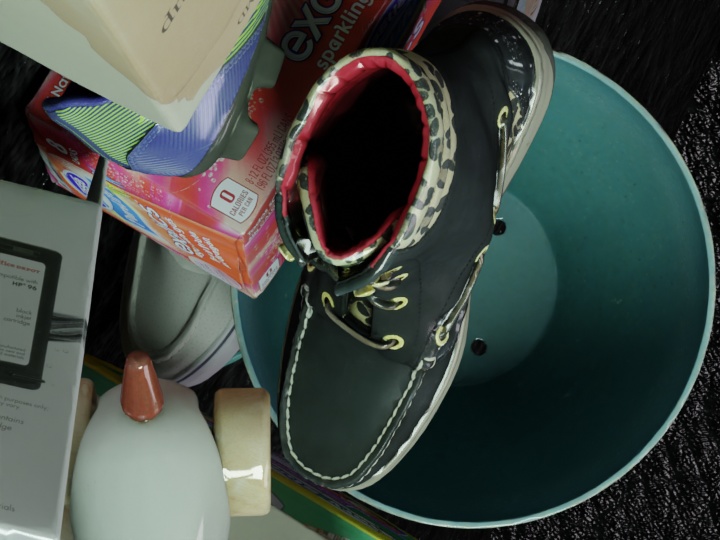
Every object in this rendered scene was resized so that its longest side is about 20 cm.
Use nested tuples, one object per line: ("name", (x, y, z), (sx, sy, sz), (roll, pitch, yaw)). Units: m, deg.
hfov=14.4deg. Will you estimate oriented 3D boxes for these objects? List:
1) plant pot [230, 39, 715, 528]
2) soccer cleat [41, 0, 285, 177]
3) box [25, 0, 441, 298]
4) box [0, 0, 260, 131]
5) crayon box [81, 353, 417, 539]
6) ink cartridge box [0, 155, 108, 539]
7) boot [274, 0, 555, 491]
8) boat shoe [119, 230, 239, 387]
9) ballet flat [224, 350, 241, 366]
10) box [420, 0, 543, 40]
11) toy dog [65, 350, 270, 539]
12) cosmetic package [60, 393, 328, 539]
("plant pot", (0.045, 0.005, 1.231), (0.201, 0.199, 0.135), (-61, -179, -1))
("soccer cleat", (-0.057, -0.133, 1.007), (0.065, 0.083, 0.201), (4, -102, 63))
("box", (-0.033, -0.105, 1.101), (0.201, 0.099, 0.096), (-58, 170, -13))
("box", (-0.081, -0.119, 0.878), (0.095, 0.077, 0.200), (-61, 170, -5))
("crayon box", (-0.056, 0.109, 1.293), (0.058, 0.199, 0.173), (-60, 170, -2))
("ink cartridge box", (-0.136, 0.049, 0.981), (0.201, 0.067, 0.116), (-88, -165, -48))
("boot", (-0.001, -0.001, 1.062), (0.205, 0.073, 0.154), (-68, 167, 14))
("boat shoe", (-0.068, -0.036, 1.239), (0.070, 0.071, 0.201), (-11, 131, -56))
("ballet flat", (-0.054, -0.008, 1.388), (0.200, 0.067, 0.070), (-52, -179, -35))
("box", (0.024, -0.139, 1.260), (0.060, 0.116, 0.201), (-56, 168, -40))
("toy dog", (-0.076, 0.111, 1.044), (0.131, 0.201, 0.096), (-19, 151, -7))
("cosmetic package", (-0.093, 0.130, 1.155), (0.087, 0.199, 0.104), (-51, 166, -38))
